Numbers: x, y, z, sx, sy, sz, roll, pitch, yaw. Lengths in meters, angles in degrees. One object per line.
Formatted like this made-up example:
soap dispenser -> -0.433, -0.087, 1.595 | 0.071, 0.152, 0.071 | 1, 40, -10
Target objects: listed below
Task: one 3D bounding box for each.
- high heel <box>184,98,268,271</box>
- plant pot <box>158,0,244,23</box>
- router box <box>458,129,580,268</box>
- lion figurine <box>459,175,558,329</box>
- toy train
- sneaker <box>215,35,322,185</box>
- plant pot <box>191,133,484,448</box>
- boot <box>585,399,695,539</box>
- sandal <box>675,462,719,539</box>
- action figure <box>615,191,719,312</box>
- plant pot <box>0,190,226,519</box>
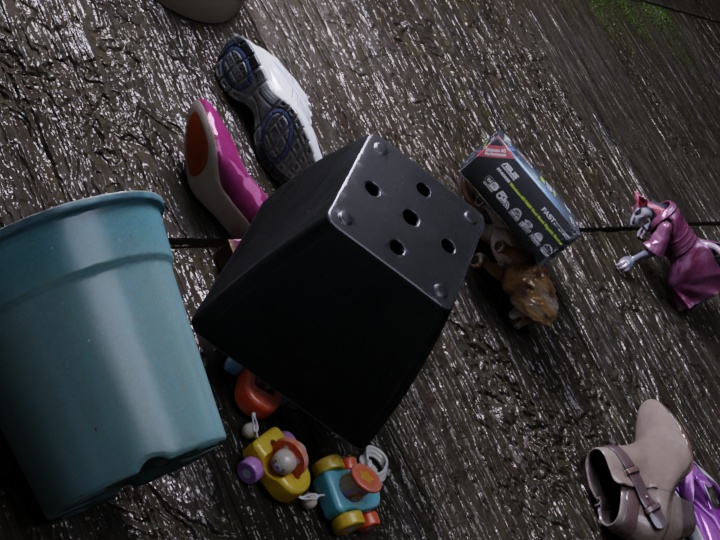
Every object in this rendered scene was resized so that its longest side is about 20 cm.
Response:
high heel -> -0.117, -0.081, 1.316 | 0.095, 0.067, 0.202 | -6, 77, -38
plant pot -> -0.157, -0.420, 1.468 | 0.186, 0.200, 0.188 | 28, 40, -26
router box -> 0.194, -0.092, 1.567 | 0.150, 0.062, 0.200 | 50, 12, -3
lion figurine -> 0.179, -0.025, 1.586 | 0.122, 0.072, 0.201 | 30, 35, -37
toy train -> -0.042, 0.153, 1.196 | 0.199, 0.056, 0.151 | 37, 38, -17
sneaker -> -0.083, -0.176, 1.440 | 0.087, 0.074, 0.201 | 0, 59, -53
plant pot -> 0.000, 0.000, 1.178 | 0.199, 0.177, 0.201 | 37, 42, -9
boot -> 0.321, 0.228, 1.511 | 0.145, 0.070, 0.201 | 18, 46, -34
sandal -> 0.418, 0.278, 1.584 | 0.082, 0.050, 0.204 | 3, 56, -46
action figure -> 0.454, -0.037, 1.839 | 0.200, 0.148, 0.134 | 50, 39, -24
plant pot -> -0.206, 0.071, 0.991 | 0.199, 0.200, 0.198 | -14, 76, -51
